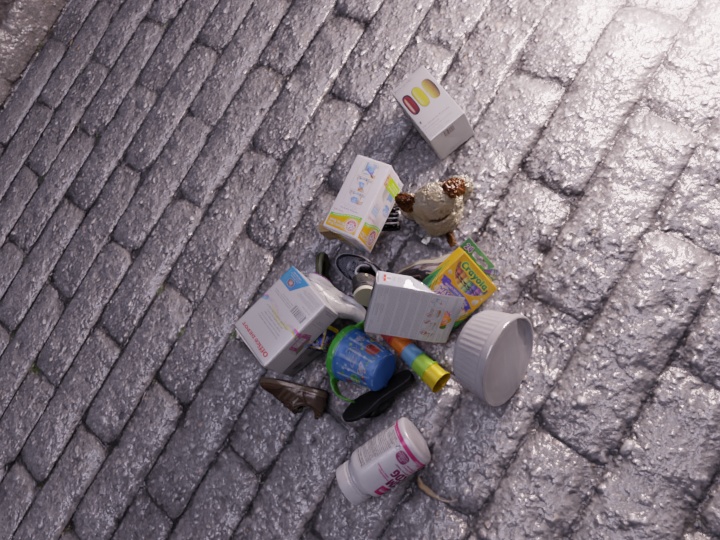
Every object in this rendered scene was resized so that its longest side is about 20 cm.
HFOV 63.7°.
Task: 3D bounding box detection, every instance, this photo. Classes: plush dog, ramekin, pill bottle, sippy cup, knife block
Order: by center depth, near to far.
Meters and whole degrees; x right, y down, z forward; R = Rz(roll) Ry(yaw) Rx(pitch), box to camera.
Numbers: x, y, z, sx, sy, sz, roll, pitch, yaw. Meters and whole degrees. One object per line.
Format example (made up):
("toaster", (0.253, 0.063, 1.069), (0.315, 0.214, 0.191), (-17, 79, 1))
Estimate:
("ramekin", (0.280, 0.178, 1.237), (0.094, 0.202, 0.204), (20, 82, 42))
("pill bottle", (0.049, 0.433, 1.305), (0.199, 0.113, 0.114), (-38, 62, 11))
("sippy cup", (0.009, 0.217, 1.374), (0.129, 0.139, 0.180), (23, 117, 35))
("plush dog", (0.180, -0.153, 1.395), (0.198, 0.172, 0.162), (-19, 67, 18))
("knife block", (0.009, -0.122, 1.529), (0.200, 0.064, 0.176), (-47, 60, 5))

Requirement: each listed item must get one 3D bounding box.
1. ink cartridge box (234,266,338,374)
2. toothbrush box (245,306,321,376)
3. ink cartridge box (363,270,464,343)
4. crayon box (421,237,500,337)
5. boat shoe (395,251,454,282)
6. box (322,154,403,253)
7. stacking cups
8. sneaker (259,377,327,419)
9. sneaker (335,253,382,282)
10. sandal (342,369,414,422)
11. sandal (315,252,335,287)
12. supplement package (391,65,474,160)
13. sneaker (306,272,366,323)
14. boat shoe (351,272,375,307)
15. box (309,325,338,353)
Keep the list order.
("ink cartridge box", (-0.174, 0.117, 1.352), (0.200, 0.085, 0.145), (-44, 60, 0))
("toothbrush box", (-0.189, 0.151, 1.523), (0.145, 0.086, 0.201), (-39, 63, 7))
("ink cartridge box", (0.117, 0.085, 1.308), (0.197, 0.163, 0.051), (7, 43, -7))
("crayon box", (0.224, 0.039, 1.343), (0.200, 0.126, 0.052), (-44, 16, 6))
("boat shoe", (0.174, 0.013, 1.403), (0.198, 0.074, 0.074), (-18, 67, 21))
("box", (0.008, -0.163, 1.442), (0.101, 0.112, 0.202), (23, 82, 26))
("stacking cups", (0.120, 0.204, 1.376), (0.200, 0.060, 0.061), (39, 92, 31))
("sneaker", (-0.180, 0.323, 1.474), (0.198, 0.070, 0.077), (6, 77, 27))
("sneaker", (0.000, 0.000, 1.465), (0.199, 0.114, 0.076), (31, 88, 30))
("sandal", (0.047, 0.311, 1.374), (0.199, 0.075, 0.048), (-32, 108, 6))
("sandal", (-0.086, 0.046, 1.517), (0.057, 0.080, 0.204), (-4, 71, 9))
("supplement package", (0.186, -0.411, 1.511), (0.113, 0.109, 0.201), (-38, 62, 9))
("sneaker", (-0.069, 0.094, 1.449), (0.199, 0.075, 0.100), (34, 71, -9))
("boat shoe", (0.059, 0.070, 1.379), (0.074, 0.200, 0.064), (-40, 37, 25))
("box", (-0.159, 0.148, 1.422), (0.198, 0.070, 0.065), (11, 77, 25))
